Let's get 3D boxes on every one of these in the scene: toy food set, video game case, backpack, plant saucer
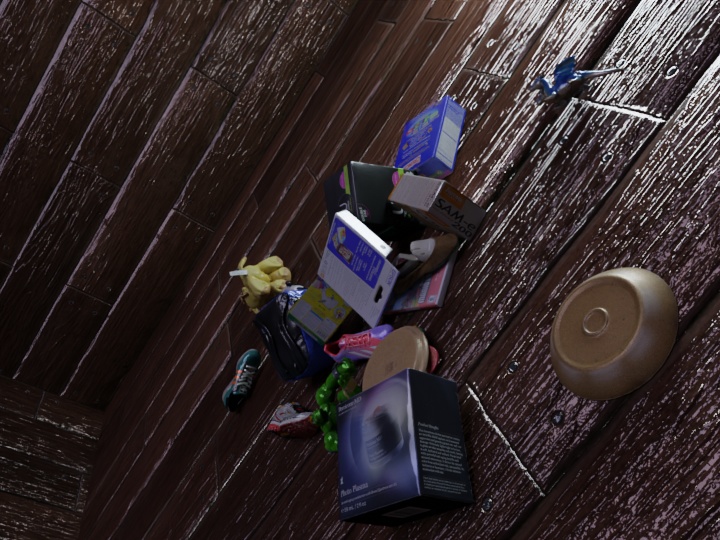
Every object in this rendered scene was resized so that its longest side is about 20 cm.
[{"bbox_3d":[0.075,0.202,1.175,0.198,0.048,0.201,-49,27,22],"label":"toy food set"},{"bbox_3d":[0.127,0.021,1.299,0.200,0.017,0.144,-16,51,57],"label":"video game case"},{"bbox_3d":[-0.143,0.165,1.491,0.162,0.167,0.201,-41,64,42],"label":"backpack"},{"bbox_3d":[0.336,0.079,0.830,0.200,0.035,0.201,-42,31,34],"label":"plant saucer"}]

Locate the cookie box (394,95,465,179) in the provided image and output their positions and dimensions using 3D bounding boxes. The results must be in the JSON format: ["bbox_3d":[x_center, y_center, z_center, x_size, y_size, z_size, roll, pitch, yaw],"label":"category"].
[{"bbox_3d":[0.169,-0.310,1.497,0.171,0.075,0.201,-23,44,52],"label":"cookie box"}]

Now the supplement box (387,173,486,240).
[{"bbox_3d":[0.159,-0.140,1.280,0.074,0.126,0.200,-59,24,0],"label":"supplement box"}]

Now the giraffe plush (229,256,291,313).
[{"bbox_3d":[-0.335,0.064,1.983,0.173,0.198,0.163,-95,13,-45],"label":"giraffe plush"}]

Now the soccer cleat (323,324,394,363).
[{"bbox_3d":[-0.003,0.163,1.324,0.200,0.076,0.067,-32,39,48],"label":"soccer cleat"}]

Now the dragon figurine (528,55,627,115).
[{"bbox_3d":[0.403,-0.366,1.139,0.200,0.059,0.100,-29,40,50],"label":"dragon figurine"}]

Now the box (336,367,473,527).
[{"bbox_3d":[0.062,0.295,0.979,0.200,0.123,0.200,-37,44,39],"label":"box"}]

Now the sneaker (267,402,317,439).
[{"bbox_3d":[-0.161,0.350,1.425,0.200,0.078,0.083,-22,44,53],"label":"sneaker"}]

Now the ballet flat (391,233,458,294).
[{"bbox_3d":[0.116,-0.022,1.258,0.200,0.072,0.068,-40,33,37],"label":"ballet flat"}]

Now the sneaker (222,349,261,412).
[{"bbox_3d":[-0.354,0.340,1.813,0.201,0.071,0.080,-63,29,7],"label":"sneaker"}]

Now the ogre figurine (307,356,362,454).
[{"bbox_3d":[-0.041,0.298,1.237,0.120,0.098,0.201,-38,72,35],"label":"ogre figurine"}]

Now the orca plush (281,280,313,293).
[{"bbox_3d":[-0.162,0.058,1.740,0.071,0.106,0.200,-34,0,-28],"label":"orca plush"}]

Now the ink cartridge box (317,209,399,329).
[{"bbox_3d":[0.000,0.000,1.310,0.043,0.200,0.199,-28,-28,-38],"label":"ink cartridge box"}]

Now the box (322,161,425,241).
[{"bbox_3d":[0.032,-0.157,1.401,0.124,0.199,0.150,-24,70,52],"label":"box"}]

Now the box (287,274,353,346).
[{"bbox_3d":[-0.069,0.067,1.422,0.200,0.117,0.048,-49,-5,-22],"label":"box"}]
